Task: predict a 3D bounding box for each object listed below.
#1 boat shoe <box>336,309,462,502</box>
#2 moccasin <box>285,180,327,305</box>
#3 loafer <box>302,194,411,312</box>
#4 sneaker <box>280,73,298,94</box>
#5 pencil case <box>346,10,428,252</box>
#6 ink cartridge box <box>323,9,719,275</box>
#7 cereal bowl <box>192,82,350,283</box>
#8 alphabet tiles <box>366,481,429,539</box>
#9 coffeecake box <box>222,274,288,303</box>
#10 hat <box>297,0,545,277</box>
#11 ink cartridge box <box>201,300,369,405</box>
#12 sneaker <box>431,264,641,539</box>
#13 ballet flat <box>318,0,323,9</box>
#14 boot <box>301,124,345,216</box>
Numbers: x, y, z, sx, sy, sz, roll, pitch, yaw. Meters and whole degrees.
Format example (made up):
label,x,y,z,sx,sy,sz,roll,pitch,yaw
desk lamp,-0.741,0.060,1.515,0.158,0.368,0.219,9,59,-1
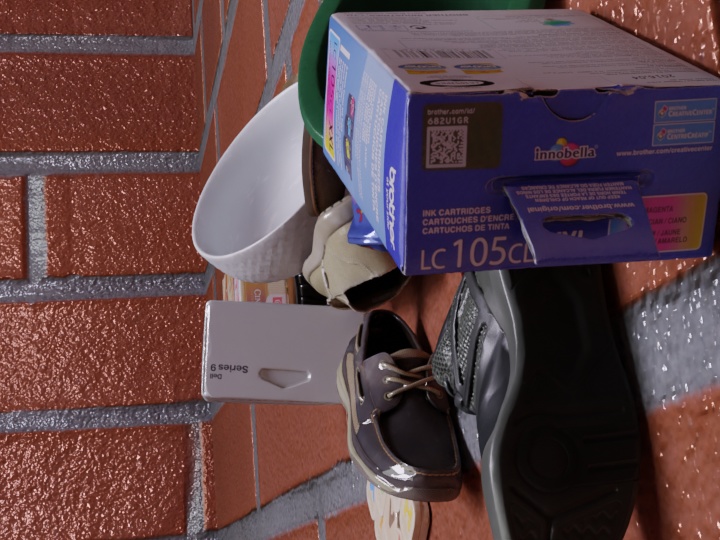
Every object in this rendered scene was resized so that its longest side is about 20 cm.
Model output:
label,x,y,z,sx,sy,sz,roll,pitch,yaw
boat shoe,0.024,0.091,0.901,0.200,0.073,0.074,-124,38,-60
moccasin,-0.043,-0.024,1.229,0.203,0.073,0.078,89,164,-48
loafer,0.000,0.000,0.972,0.069,0.075,0.200,59,173,14
sneaker,-0.044,-0.118,1.232,0.200,0.066,0.091,119,143,-73
pencil case,0.032,-0.110,0.831,0.087,0.077,0.203,18,110,58
ink cartridge box,0.066,-0.058,0.536,0.200,0.134,0.077,-121,30,-67
cereal bowl,-0.050,-0.070,1.079,0.199,0.083,0.202,-33,35,27
alphabet tiles,0.024,0.163,1.052,0.201,0.014,0.198,-106,19,-50
coffeecake box,-0.134,0.051,1.647,0.200,0.072,0.156,120,147,-67
hat,0.070,-0.098,0.772,0.200,0.176,0.166,-42,46,14
ink cartridge box,-0.071,0.079,1.140,0.200,0.144,0.085,138,134,-80
sneaker,0.084,0.069,0.625,0.115,0.075,0.202,107,161,-61
ballet flat,-0.007,-0.240,1.061,0.202,0.071,0.073,-104,17,-45
boot,0.004,-0.129,0.896,0.074,0.074,0.203,-64,-12,-72
